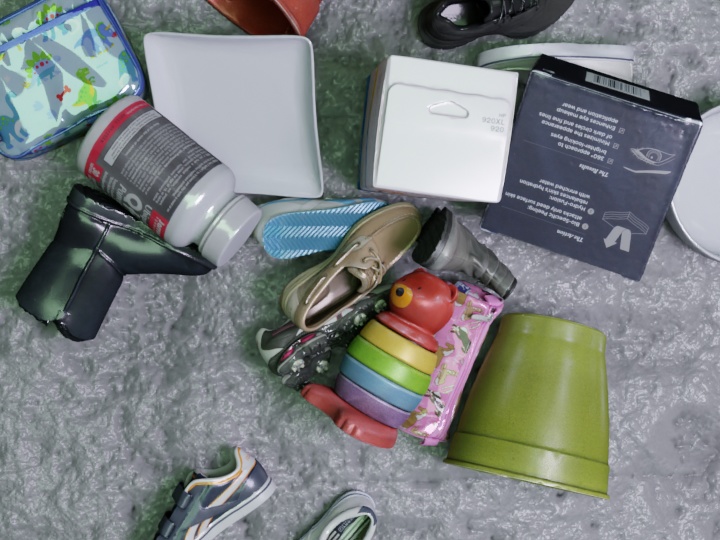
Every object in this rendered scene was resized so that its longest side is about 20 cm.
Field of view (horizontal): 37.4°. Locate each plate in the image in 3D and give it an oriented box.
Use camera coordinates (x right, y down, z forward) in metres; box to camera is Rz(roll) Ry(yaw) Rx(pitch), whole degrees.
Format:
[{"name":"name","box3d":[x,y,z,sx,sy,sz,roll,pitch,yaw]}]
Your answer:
[{"name":"plate","box3d":[-0.142,-0.183,1.235,0.198,0.032,0.201,4,123,12]}]

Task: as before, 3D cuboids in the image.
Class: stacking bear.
[{"name":"stacking bear","box3d":[0.040,0.093,1.235,0.113,0.121,0.201,28,92,-41]}]

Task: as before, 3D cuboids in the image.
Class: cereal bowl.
[{"name":"cereal bowl","box3d":[0.462,-0.108,1.324,0.199,0.083,0.202,0,95,-5]}]

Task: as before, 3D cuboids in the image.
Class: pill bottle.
[{"name":"pill bottle","box3d":[-0.213,-0.097,1.206,0.200,0.111,0.111,38,90,4]}]

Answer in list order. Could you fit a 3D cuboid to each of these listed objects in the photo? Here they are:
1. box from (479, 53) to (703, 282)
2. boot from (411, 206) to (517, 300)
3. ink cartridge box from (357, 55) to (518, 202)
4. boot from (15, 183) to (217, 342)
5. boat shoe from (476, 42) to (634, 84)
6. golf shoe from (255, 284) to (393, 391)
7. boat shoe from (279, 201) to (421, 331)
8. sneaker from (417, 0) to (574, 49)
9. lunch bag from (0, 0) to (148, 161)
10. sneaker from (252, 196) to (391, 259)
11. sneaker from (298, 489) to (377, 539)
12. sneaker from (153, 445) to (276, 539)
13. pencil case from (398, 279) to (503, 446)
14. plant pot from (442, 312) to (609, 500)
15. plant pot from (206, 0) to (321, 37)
[{"name":"box","box3d":[0.265,-0.122,1.239,0.196,0.117,0.201,19,114,7]},{"name":"boot","box3d":[0.131,-0.013,1.243,0.130,0.200,0.068,35,100,-2]},{"name":"ink cartridge box","box3d":[0.081,-0.156,1.225,0.146,0.200,0.146,6,93,-5]},{"name":"boot","box3d":[-0.288,0.010,1.267,0.199,0.076,0.169,24,103,-21]},{"name":"boat shoe","box3d":[0.240,-0.238,1.304,0.199,0.071,0.070,-1,91,-12]},{"name":"golf shoe","box3d":[-0.033,0.059,1.290,0.199,0.088,0.077,-28,140,-24]},{"name":"boat shoe","box3d":[0.000,0.000,1.240,0.200,0.064,0.071,-41,125,-7]},{"name":"sneaker","box3d":[0.171,-0.315,1.279,0.199,0.091,0.076,-18,93,-5]},{"name":"lunch bag","box3d":[-0.363,-0.231,1.240,0.199,0.082,0.162,-26,93,-4]},{"name":"sneaker","box3d":[-0.035,-0.059,1.283,0.199,0.081,0.077,0,110,-26]},{"name":"sneaker","box3d":[-0.054,0.358,1.311,0.073,0.071,0.200,36,90,-7]},{"name":"sneaker","box3d":[-0.204,0.293,1.291,0.200,0.078,0.080,-38,101,-13]},{"name":"pencil case","box3d":[0.103,0.112,1.302,0.082,0.087,0.201,23,94,5]},{"name":"plant pot","box3d":[0.215,0.157,1.278,0.199,0.200,0.194,14,80,-6]},{"name":"plant pot","box3d":[-0.089,-0.388,1.207,0.200,0.201,0.196,37,82,-7]}]
